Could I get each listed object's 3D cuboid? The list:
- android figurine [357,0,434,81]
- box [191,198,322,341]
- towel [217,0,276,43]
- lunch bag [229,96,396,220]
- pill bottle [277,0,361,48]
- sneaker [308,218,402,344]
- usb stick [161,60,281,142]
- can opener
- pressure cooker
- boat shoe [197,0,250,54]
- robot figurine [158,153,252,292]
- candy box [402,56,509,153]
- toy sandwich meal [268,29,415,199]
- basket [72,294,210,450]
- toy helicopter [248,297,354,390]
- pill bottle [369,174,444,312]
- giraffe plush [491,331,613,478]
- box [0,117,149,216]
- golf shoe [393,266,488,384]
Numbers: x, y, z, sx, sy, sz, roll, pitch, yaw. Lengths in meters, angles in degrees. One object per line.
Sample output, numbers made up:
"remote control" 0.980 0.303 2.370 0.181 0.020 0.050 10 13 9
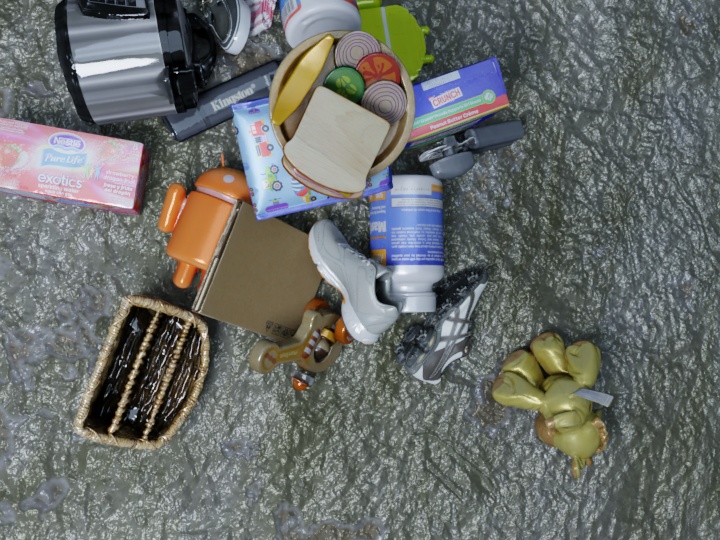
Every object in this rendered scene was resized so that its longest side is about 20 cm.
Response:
"android figurine" 0.015 -0.340 1.180 0.200 0.041 0.182 -11 90 -8
"box" -0.133 0.009 1.091 0.200 0.021 0.164 27 82 -49
"towel" -0.156 -0.432 1.100 0.030 0.146 0.200 13 86 -35
"lunch bag" -0.051 -0.163 0.996 0.200 0.094 0.151 -10 105 5
"pill bottle" -0.072 -0.425 1.112 0.112 0.112 0.200 -8 69 -11
"sneaker" 0.000 0.000 1.100 0.092 0.076 0.200 -38 71 31
"usb stick" -0.199 -0.255 1.142 0.200 0.033 0.056 -27 93 -11
"can opener" 0.176 -0.181 1.165 0.200 0.053 0.067 -17 84 -34
"pressure cooker" -0.299 -0.299 1.052 0.200 0.179 0.176 -9 90 -7
"boat shoe" -0.205 -0.382 1.087 0.057 0.069 0.200 10 45 -35
"robot figurine" -0.205 -0.062 1.093 0.144 0.117 0.200 20 84 22
"candy box" 0.100 -0.227 1.112 0.169 0.200 0.077 -20 92 -10
"toy sandwich meal" -0.021 -0.192 0.926 0.205 0.070 0.206 -2 102 -11
"basket" -0.288 0.145 1.056 0.143 0.149 0.200 22 84 -9
"toy helicopter" -0.090 0.120 1.091 0.079 0.200 0.133 23 106 30
"pill bottle" 0.070 -0.038 1.146 0.112 0.112 0.200 0 88 -11
"giraffe plush" 0.319 0.216 1.176 0.172 0.200 0.162 -34 123 -13
"box" -0.406 -0.142 1.065 0.200 0.103 0.095 9 87 -9
"golf shoe" 0.141 0.085 1.185 0.094 0.078 0.200 43 83 -24
